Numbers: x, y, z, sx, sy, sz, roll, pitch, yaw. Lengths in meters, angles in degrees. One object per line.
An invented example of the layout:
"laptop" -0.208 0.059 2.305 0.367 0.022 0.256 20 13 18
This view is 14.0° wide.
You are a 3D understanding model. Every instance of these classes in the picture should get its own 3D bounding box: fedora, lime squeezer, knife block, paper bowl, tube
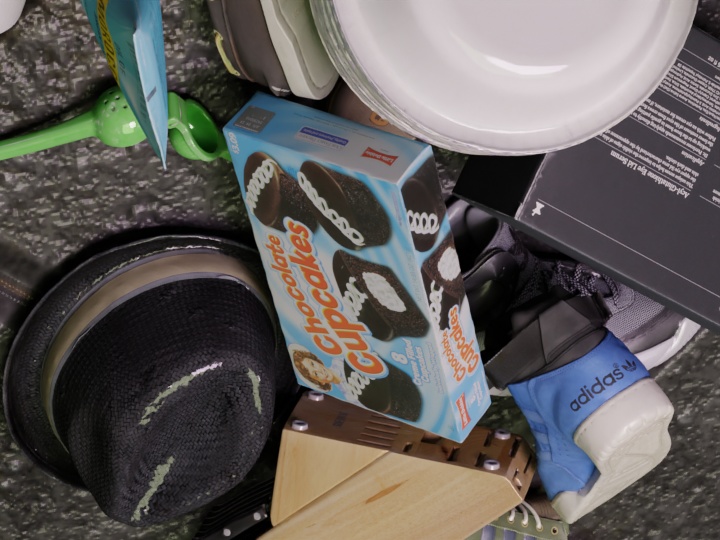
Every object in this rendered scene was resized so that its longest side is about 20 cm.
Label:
"fedora" -0.110 0.077 1.683 0.199 0.092 0.201 -8 129 -10
"lime squeezer" -0.111 -0.067 1.606 0.199 0.038 0.071 6 126 -21
"knife block" -0.005 0.169 1.744 0.199 0.064 0.177 11 112 9
"paper bowl" 0.077 -0.159 1.486 0.199 0.104 0.202 -1 92 -12
"tube" -0.118 -0.138 1.441 0.050 0.200 0.078 -18 129 -2

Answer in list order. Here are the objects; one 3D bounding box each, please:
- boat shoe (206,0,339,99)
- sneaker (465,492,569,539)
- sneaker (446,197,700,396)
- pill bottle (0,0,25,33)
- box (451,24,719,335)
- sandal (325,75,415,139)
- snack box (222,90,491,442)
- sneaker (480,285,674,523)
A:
"boat shoe" -0.061 -0.174 1.514 0.060 0.072 0.202 9 134 27
"sneaker" 0.086 0.165 1.836 0.090 0.067 0.200 -43 123 0
"sneaker" 0.107 0.009 1.702 0.199 0.076 0.114 -13 132 -3
"pill bottle" -0.180 -0.220 1.417 0.109 0.110 0.201 9 125 -22
"box" 0.171 -0.059 1.634 0.199 0.079 0.142 27 87 -31
"sandal" 0.052 -0.130 1.590 0.080 0.054 0.200 21 119 -29
"snack box" 0.000 0.000 1.597 0.037 0.116 0.201 -50 142 -31
"sneaker" 0.119 0.071 1.671 0.077 0.111 0.200 -34 165 -8
